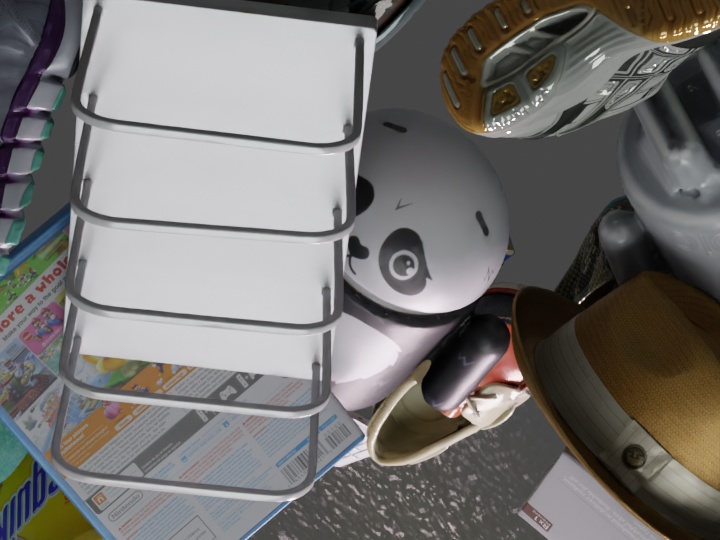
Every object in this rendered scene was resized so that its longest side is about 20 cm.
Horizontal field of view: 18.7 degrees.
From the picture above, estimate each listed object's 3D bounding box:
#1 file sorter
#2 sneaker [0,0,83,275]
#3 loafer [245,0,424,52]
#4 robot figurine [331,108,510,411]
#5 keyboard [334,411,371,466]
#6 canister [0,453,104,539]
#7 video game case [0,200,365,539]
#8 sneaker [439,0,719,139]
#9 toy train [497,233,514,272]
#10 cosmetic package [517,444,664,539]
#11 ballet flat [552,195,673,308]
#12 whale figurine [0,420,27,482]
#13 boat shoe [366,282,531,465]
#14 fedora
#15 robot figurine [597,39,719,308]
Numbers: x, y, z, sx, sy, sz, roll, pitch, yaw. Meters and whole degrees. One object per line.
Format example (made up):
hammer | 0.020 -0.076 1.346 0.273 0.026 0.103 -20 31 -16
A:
file sorter | -0.072 -0.011 1.022 0.137 0.125 0.201 6 121 -4
sneaker | -0.197 -0.066 1.060 0.087 0.202 0.074 19 -178 -17
loafer | -0.054 -0.120 1.070 0.199 0.072 0.063 -26 135 31
robot figurine | -0.002 0.000 1.200 0.149 0.126 0.200 13 143 -25
keyboard | -0.057 0.086 1.424 0.056 0.011 0.199 -28 140 29
canister | -0.158 0.116 1.282 0.148 0.201 0.086 -32 138 34
video game case | -0.110 0.058 1.147 0.143 0.018 0.200 -39 108 -3
sneaker | 0.135 -0.125 1.053 0.199 0.076 0.087 -25 161 28
toy train | 0.026 0.020 1.315 0.046 0.034 0.200 8 146 -41
cosmetic package | 0.194 0.097 1.290 0.107 0.200 0.090 37 141 8
ballet flat | 0.139 0.037 1.319 0.067 0.076 0.200 5 145 -16
whale figurine | -0.244 0.089 1.268 0.103 0.160 0.200 36 151 -4
boat shoe | 0.063 0.067 1.323 0.071 0.063 0.200 42 148 -6
fedora | 0.169 0.065 1.153 0.200 0.201 0.082 26 117 -38
robot figurine | 0.207 -0.041 1.177 0.169 0.114 0.200 -26 142 12
